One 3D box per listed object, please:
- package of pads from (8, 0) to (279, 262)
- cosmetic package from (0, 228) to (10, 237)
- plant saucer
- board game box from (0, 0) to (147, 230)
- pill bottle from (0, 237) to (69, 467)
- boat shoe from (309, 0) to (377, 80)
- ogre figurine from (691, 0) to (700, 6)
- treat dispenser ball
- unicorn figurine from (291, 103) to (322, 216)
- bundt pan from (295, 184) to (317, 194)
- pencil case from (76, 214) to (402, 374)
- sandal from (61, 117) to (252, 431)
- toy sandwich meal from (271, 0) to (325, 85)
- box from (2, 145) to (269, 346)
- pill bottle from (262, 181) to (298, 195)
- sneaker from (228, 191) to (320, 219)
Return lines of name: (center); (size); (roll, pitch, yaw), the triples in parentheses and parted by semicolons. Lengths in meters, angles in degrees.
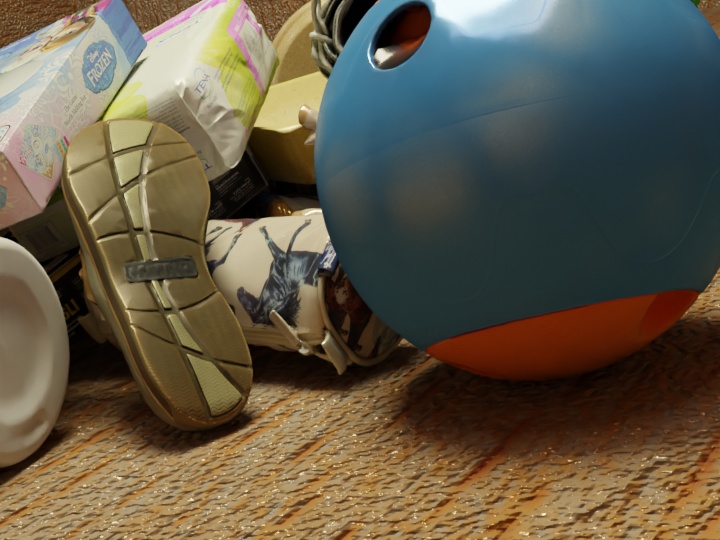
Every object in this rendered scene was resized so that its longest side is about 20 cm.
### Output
package of pads: (-0.135, -0.098, 0.858); (0.153, 0.069, 0.201); (-24, 24, 18)
cosmetic package: (-0.286, -0.044, 0.962); (0.200, 0.071, 0.105); (-43, 0, 16)
plant saucer: (-0.021, -0.107, 0.965); (0.198, 0.049, 0.199); (-21, 18, -31)
board game box: (-0.240, -0.070, 0.786); (0.198, 0.044, 0.200); (-20, 30, 21)
pill bottle: (-0.256, 0.046, 0.673); (0.197, 0.113, 0.111); (-5, 13, 22)
boat shoe: (0.002, -0.150, 0.835); (0.067, 0.075, 0.199); (-11, 8, -24)
ogre figurine: (0.177, -0.167, 1.041); (0.119, 0.099, 0.200); (25, -23, 6)
treat dispenser ball: (0.077, -0.051, 0.618); (0.198, 0.204, 0.201); (-10, 12, 2)
unicorn figurine: (0.030, -0.070, 0.767); (0.136, 0.203, 0.074); (1, 12, 25)
bundt pan: (0.040, -0.076, 1.041); (0.199, 0.077, 0.202); (-11, 16, 3)
pencil case: (-0.068, 0.012, 0.745); (0.198, 0.079, 0.089); (-1, 30, 38)
sandal: (-0.111, 0.002, 0.693); (0.079, 0.202, 0.054); (0, -36, -32)
toy sandwich meal: (-0.002, -0.157, 1.218); (0.202, 0.208, 0.070); (-10, 14, 1)
box: (-0.178, -0.021, 0.902); (0.200, 0.050, 0.159); (-41, 22, -23)
pill bottle: (-0.114, -0.090, 1.164); (0.198, 0.113, 0.111); (0, 16, 38)
sneaker: (-0.063, -0.023, 0.959); (0.087, 0.076, 0.199); (1, 9, -30)
